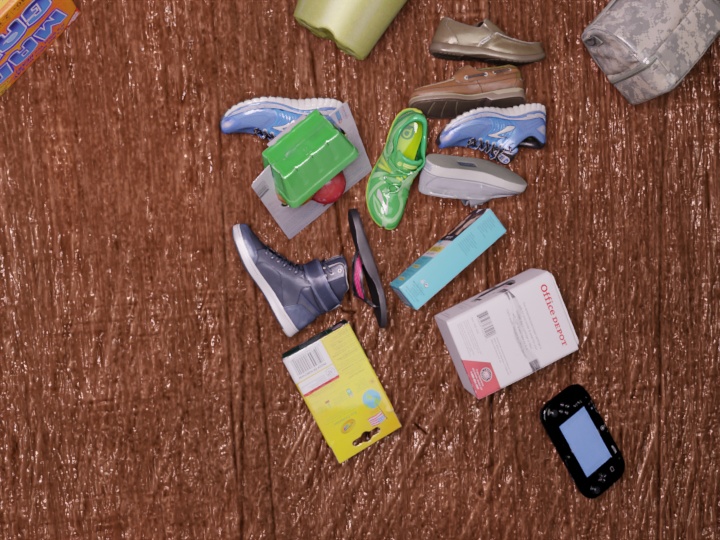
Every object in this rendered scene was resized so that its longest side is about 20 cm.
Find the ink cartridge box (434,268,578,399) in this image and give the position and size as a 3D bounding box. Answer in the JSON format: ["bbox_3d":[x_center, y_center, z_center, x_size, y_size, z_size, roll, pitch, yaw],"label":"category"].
[{"bbox_3d":[0.248,0.104,1.213,0.198,0.083,0.148,-24,98,-7],"label":"ink cartridge box"}]

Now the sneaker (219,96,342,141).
[{"bbox_3d":[-0.122,-0.224,1.121,0.197,0.079,0.090,-3,92,-10],"label":"sneaker"}]

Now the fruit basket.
[{"bbox_3d":[-0.072,-0.150,1.098,0.185,0.200,0.094,-41,72,-4],"label":"fruit basket"}]

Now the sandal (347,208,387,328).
[{"bbox_3d":[0.000,0.000,1.170,0.045,0.075,0.202,-17,89,-11],"label":"sandal"}]

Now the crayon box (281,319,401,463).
[{"bbox_3d":[-0.032,0.200,1.185,0.126,0.051,0.202,-28,97,-7],"label":"crayon box"}]

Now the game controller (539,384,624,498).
[{"bbox_3d":[0.399,0.305,1.274,0.104,0.042,0.201,-32,99,-7],"label":"game controller"}]

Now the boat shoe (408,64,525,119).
[{"bbox_3d":[0.174,-0.302,1.187,0.197,0.072,0.069,-5,77,-9],"label":"boat shoe"}]

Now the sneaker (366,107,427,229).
[{"bbox_3d":[0.060,-0.166,1.158,0.073,0.084,0.202,13,99,-10],"label":"sneaker"}]

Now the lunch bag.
[{"bbox_3d":[0.488,-0.410,1.195,0.168,0.139,0.200,43,85,-10],"label":"lunch bag"}]

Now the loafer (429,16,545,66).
[{"bbox_3d":[0.214,-0.381,1.180,0.197,0.076,0.068,3,99,-10],"label":"loafer"}]

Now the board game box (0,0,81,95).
[{"bbox_3d":[-0.549,-0.386,0.979,0.200,0.200,0.200,43,86,-10],"label":"board game box"}]

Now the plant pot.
[{"bbox_3d":[-0.006,-0.438,1.094,0.199,0.201,0.185,28,100,-11],"label":"plant pot"}]

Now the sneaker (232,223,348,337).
[{"bbox_3d":[-0.104,-0.013,1.138,0.145,0.077,0.204,-29,108,4],"label":"sneaker"}]

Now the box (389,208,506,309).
[{"bbox_3d":[0.144,-0.021,1.187,0.200,0.082,0.049,-41,99,-6],"label":"box"}]

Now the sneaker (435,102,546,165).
[{"bbox_3d":[0.223,-0.222,1.185,0.198,0.079,0.090,-9,84,-9],"label":"sneaker"}]

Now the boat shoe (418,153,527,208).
[{"bbox_3d":[0.185,-0.145,1.197,0.199,0.070,0.072,6,125,-24],"label":"boat shoe"}]
